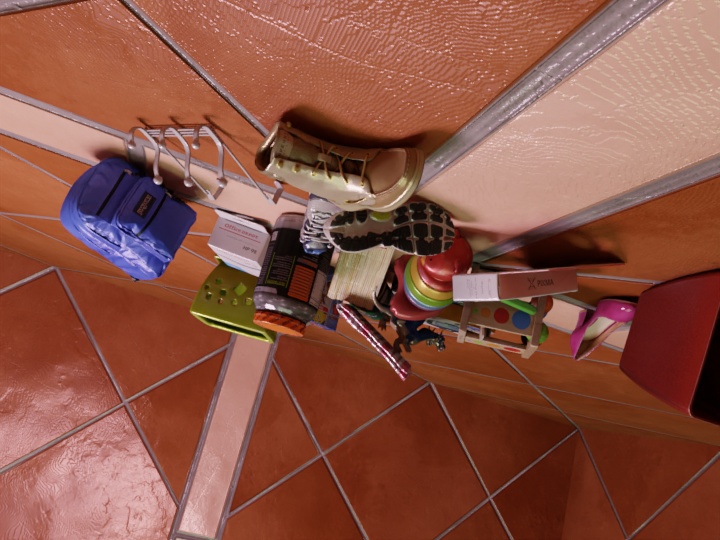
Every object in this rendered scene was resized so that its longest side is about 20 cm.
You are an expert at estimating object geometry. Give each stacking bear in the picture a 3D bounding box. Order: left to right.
[{"bbox_3d":[0.127,0.001,0.996,0.112,0.123,0.200,10,159,-6],"label":"stacking bear"}]

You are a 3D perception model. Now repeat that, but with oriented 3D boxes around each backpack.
[{"bbox_3d":[-0.407,-0.104,1.060,0.167,0.164,0.200,-14,136,46],"label":"backpack"}]

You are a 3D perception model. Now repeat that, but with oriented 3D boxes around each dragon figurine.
[{"bbox_3d":[0.090,0.095,1.178,0.059,0.099,0.201,-18,111,53],"label":"dragon figurine"}]

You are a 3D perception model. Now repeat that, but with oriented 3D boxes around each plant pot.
[{"bbox_3d":[-0.294,0.062,1.507,0.197,0.184,0.199,14,166,1],"label":"plant pot"},{"bbox_3d":[0.512,0.118,0.886,0.198,0.203,0.176,20,177,-19],"label":"plant pot"}]

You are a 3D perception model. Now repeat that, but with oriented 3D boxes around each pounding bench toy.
[{"bbox_3d":[0.262,0.068,1.057,0.154,0.126,0.200,12,165,11],"label":"pounding bench toy"}]

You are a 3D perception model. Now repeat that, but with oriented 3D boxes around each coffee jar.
[{"bbox_3d":[0.011,0.039,1.280,0.103,0.086,0.200,28,169,17],"label":"coffee jar"}]

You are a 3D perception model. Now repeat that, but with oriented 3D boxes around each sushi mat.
[{"bbox_3d":[0.000,0.000,1.114,0.094,0.012,0.201,15,136,-3],"label":"sushi mat"}]

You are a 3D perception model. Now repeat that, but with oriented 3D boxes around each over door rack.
[{"bbox_3d":[-0.229,-0.144,0.891,0.146,0.068,0.200,8,164,30],"label":"over door rack"}]

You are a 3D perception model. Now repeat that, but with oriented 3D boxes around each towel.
[{"bbox_3d":[0.028,0.142,1.209,0.200,0.030,0.146,45,180,10],"label":"towel"}]

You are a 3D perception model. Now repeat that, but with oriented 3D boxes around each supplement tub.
[{"bbox_3d":[-0.123,0.010,1.089,0.121,0.203,0.123,15,166,4],"label":"supplement tub"}]

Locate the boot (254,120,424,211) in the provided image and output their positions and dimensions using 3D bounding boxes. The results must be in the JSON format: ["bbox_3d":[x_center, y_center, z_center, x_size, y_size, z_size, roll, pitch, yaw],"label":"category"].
[{"bbox_3d":[-0.031,-0.130,0.721,0.154,0.074,0.199,20,171,-30],"label":"boot"}]

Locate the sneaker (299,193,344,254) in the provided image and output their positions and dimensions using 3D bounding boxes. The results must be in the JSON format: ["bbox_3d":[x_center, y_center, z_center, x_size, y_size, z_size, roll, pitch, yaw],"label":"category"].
[{"bbox_3d":[-0.057,-0.073,0.941,0.076,0.086,0.200,16,165,-4],"label":"sneaker"}]

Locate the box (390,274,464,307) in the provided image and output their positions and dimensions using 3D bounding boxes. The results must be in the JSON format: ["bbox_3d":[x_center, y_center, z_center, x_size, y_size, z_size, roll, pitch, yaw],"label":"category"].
[{"bbox_3d":[0.179,0.049,1.246,0.198,0.040,0.137,21,166,-19],"label":"box"}]

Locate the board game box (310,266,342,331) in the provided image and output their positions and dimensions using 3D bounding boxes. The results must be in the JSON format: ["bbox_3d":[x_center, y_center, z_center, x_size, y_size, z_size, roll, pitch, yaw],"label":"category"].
[{"bbox_3d":[-0.116,0.041,1.334,0.034,0.137,0.199,0,159,44],"label":"board game box"}]

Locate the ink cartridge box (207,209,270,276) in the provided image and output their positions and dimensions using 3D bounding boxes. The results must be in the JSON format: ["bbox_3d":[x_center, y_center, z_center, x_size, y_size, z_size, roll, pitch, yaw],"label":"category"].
[{"bbox_3d":[-0.243,-0.049,1.248,0.114,0.067,0.200,20,167,8],"label":"ink cartridge box"}]

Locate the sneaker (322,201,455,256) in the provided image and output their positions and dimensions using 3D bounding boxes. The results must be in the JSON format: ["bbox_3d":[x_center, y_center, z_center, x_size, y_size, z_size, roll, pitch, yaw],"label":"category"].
[{"bbox_3d":[0.042,-0.065,0.876,0.197,0.078,0.085,3,-173,-14],"label":"sneaker"}]

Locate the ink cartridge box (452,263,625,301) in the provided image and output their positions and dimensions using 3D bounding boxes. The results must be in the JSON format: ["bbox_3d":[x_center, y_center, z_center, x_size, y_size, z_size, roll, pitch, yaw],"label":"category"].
[{"bbox_3d":[0.266,0.018,0.889,0.198,0.044,0.173,-3,180,-37],"label":"ink cartridge box"}]

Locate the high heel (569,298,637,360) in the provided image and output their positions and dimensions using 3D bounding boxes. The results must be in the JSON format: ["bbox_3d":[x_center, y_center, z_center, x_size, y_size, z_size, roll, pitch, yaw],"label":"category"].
[{"bbox_3d":[0.441,0.111,1.087,0.066,0.097,0.200,17,166,-7],"label":"high heel"}]

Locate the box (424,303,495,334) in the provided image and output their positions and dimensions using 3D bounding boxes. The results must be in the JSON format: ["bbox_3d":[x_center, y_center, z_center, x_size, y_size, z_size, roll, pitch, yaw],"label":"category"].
[{"bbox_3d":[0.178,0.097,1.268,0.197,0.042,0.119,15,166,-5],"label":"box"}]
